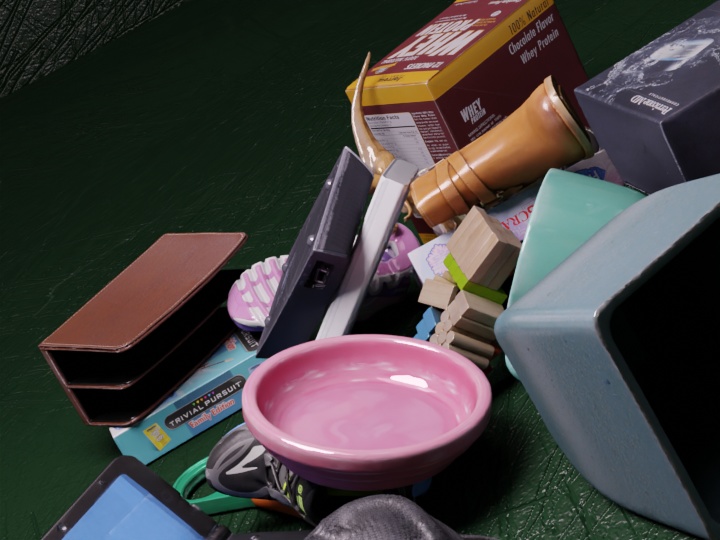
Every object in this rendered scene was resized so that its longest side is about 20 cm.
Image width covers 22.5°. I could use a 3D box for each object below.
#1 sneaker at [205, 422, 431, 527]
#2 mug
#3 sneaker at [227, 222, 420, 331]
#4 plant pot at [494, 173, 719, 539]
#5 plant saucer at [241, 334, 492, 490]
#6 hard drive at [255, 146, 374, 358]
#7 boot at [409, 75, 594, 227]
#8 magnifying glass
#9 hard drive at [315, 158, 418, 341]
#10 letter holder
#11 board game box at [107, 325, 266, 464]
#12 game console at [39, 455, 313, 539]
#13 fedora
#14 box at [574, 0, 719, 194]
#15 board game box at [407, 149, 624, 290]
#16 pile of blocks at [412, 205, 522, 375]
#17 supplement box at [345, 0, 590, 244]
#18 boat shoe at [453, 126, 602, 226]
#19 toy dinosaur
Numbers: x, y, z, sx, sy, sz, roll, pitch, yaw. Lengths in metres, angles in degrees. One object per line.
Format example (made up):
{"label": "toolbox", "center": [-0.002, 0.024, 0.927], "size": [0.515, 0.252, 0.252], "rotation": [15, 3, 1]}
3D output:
{"label": "sneaker", "center": [-0.043, 0.166, 1.483], "size": [0.200, 0.071, 0.083], "rotation": [3, 22, 25]}
{"label": "mug", "center": [0.190, 0.017, 1.507], "size": [0.114, 0.185, 0.152], "rotation": [15, -6, 10]}
{"label": "sneaker", "center": [-0.033, 0.025, 1.802], "size": [0.200, 0.088, 0.081], "rotation": [-18, 57, -8]}
{"label": "plant pot", "center": [0.215, 0.055, 1.327], "size": [0.196, 0.196, 0.200], "rotation": [-39, 19, -25]}
{"label": "plant saucer", "center": [0.005, 0.117, 1.452], "size": [0.200, 0.051, 0.201], "rotation": [-1, 26, 0]}
{"label": "hard drive", "center": [-0.041, -0.009, 1.658], "size": [0.200, 0.042, 0.135], "rotation": [120, 168, -54]}
{"label": "boot", "center": [0.113, -0.097, 1.560], "size": [0.155, 0.077, 0.200], "rotation": [-26, 0, -2]}
{"label": "magnifying glass", "center": [-0.100, 0.196, 1.608], "size": [0.080, 0.022, 0.200], "rotation": [-39, 22, -29]}
{"label": "hard drive", "center": [0.000, 0.000, 1.661], "size": [0.132, 0.027, 0.200], "rotation": [-59, -8, -77]}
{"label": "letter holder", "center": [-0.190, 0.056, 1.794], "size": [0.142, 0.101, 0.200], "rotation": [-3, 33, 44]}
{"label": "board game box", "center": [-0.167, 0.110, 1.843], "size": [0.200, 0.047, 0.151], "rotation": [-31, 22, -6]}
{"label": "game console", "center": [-0.160, 0.243, 1.441], "size": [0.176, 0.116, 0.200], "rotation": [-9, 29, 40]}
{"label": "fedora", "center": [0.018, 0.223, 1.301], "size": [0.201, 0.092, 0.201], "rotation": [-24, 22, 11]}
{"label": "box", "center": [0.347, -0.162, 1.746], "size": [0.200, 0.117, 0.197], "rotation": [-32, 22, -8]}
{"label": "board game box", "center": [0.143, -0.034, 1.687], "size": [0.199, 0.041, 0.200], "rotation": [-28, -7, 1]}
{"label": "pile of blocks", "center": [0.092, 0.049, 1.562], "size": [0.082, 0.062, 0.200], "rotation": [21, 90, 58]}
{"label": "supplement box", "center": [0.129, -0.158, 1.880], "size": [0.197, 0.200, 0.133], "rotation": [-41, 25, -29]}
{"label": "boat shoe", "center": [0.173, -0.097, 1.781], "size": [0.201, 0.072, 0.066], "rotation": [-25, -8, -33]}
{"label": "toy dinosaur", "center": [0.017, -0.101, 1.793], "size": [0.106, 0.200, 0.060], "rotation": [-33, -3, -21]}
